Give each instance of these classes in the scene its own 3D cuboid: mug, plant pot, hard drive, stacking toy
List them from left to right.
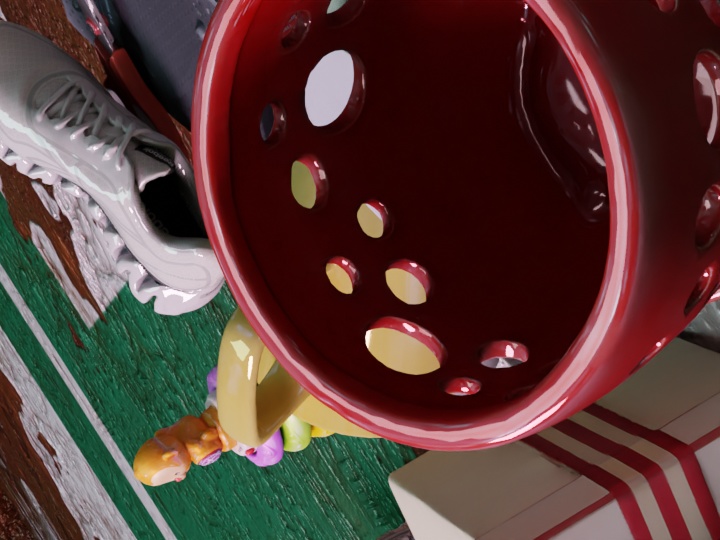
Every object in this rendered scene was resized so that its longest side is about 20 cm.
[{"bbox_3d":[-0.106,-0.145,1.125,0.200,0.042,0.136,40,154,37],"label":"hard drive"},{"bbox_3d":[-0.054,0.075,1.280,0.110,0.199,0.116,55,159,6],"label":"stacking toy"},{"bbox_3d":[0.009,-0.003,1.082,0.154,0.148,0.188,96,180,-50],"label":"mug"},{"bbox_3d":[0.063,-0.055,0.787,0.199,0.182,0.202,14,114,33],"label":"plant pot"}]

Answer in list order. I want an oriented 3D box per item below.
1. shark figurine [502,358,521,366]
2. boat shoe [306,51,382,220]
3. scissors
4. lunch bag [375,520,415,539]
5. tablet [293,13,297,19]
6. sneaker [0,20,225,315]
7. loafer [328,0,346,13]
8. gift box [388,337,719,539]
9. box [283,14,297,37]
[{"bbox_3d":[0.081,0.095,1.131,0.128,0.089,0.216,-39,57,48],"label":"shark figurine"},{"bbox_3d":[0.052,-0.037,0.938,0.200,0.057,0.069,47,144,-8],"label":"boat shoe"},{"bbox_3d":[-0.134,-0.124,1.136,0.073,0.014,0.201,44,163,31],"label":"scissors"},{"bbox_3d":[0.045,0.265,1.416,0.168,0.139,0.200,54,159,8],"label":"lunch bag"},{"bbox_3d":[-0.028,-0.146,1.167,0.200,0.014,0.131,40,154,41],"label":"tablet"},{"bbox_3d":[-0.141,-0.067,1.144,0.200,0.075,0.081,44,156,-3],"label":"sneaker"},{"bbox_3d":[0.007,-0.118,0.954,0.075,0.069,0.201,32,148,50],"label":"loafer"},{"bbox_3d":[0.149,0.152,0.971,0.201,0.184,0.187,59,169,-16],"label":"gift box"},{"bbox_3d":[-0.066,-0.130,1.188,0.075,0.050,0.201,13,132,61],"label":"box"}]
